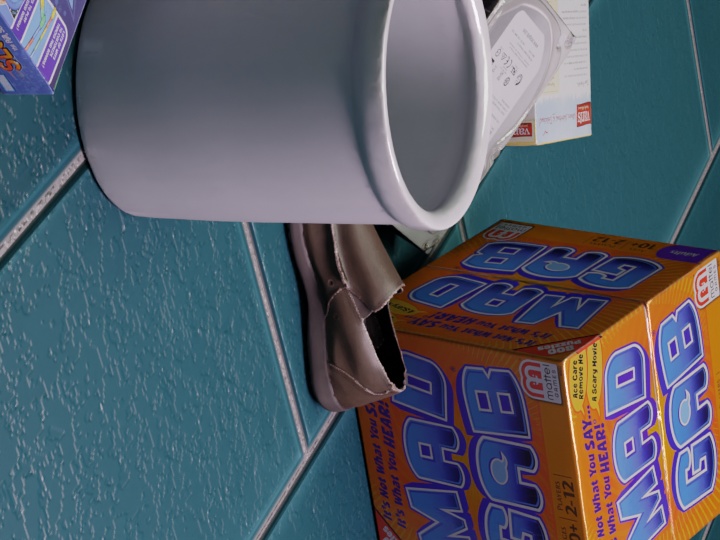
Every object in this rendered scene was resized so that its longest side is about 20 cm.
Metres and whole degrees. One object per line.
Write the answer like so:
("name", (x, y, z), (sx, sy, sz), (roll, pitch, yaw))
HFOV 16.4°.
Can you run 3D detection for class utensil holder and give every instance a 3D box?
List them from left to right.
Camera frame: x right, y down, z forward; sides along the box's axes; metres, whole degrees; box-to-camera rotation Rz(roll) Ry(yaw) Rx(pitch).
("utensil holder", (-0.044, -0.108, 1.469), (0.170, 0.199, 0.171), (0, 90, -67))

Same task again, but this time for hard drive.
("hard drive", (0.071, -0.119, 1.816), (0.200, 0.038, 0.140), (-54, 152, -2))

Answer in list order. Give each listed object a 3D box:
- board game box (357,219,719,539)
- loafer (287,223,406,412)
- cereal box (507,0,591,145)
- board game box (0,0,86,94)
("board game box", (0.137, 0.100, 1.829), (0.200, 0.200, 0.200), (-32, 121, -43))
("loafer", (0.000, 0.000, 1.730), (0.073, 0.071, 0.201), (-41, 128, -59))
("cereal box", (0.155, -0.208, 2.118), (0.144, 0.039, 0.201), (-13, 103, -66))
("board game box", (-0.179, -0.215, 1.360), (0.135, 0.034, 0.200), (60, 38, -50))
